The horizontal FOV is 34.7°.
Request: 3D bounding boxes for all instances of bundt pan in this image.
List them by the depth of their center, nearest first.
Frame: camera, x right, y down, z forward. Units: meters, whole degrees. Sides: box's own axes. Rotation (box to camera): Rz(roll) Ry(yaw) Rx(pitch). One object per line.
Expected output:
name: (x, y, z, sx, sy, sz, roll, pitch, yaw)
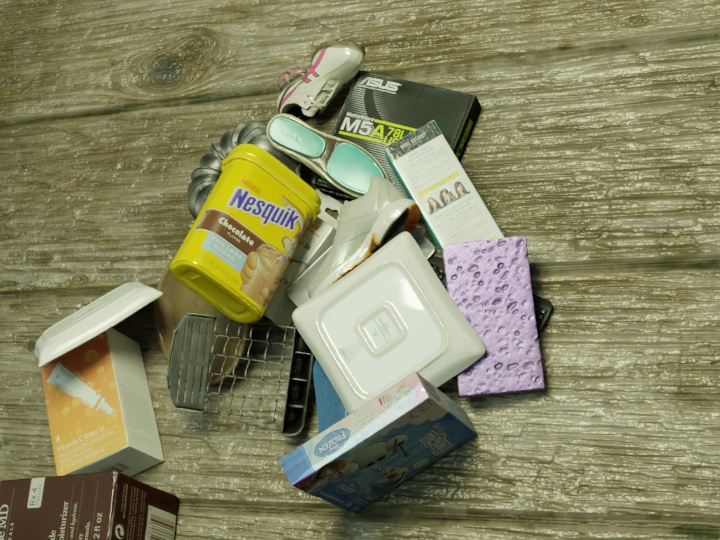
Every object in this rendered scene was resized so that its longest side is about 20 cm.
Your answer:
bundt pan: (-0.183, -0.141, 1.723, 0.201, 0.076, 0.203, -30, 39, 28)

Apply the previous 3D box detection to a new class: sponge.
sponge: (0.172, 0.060, 1.497, 0.111, 0.030, 0.202, -7, 79, 10)

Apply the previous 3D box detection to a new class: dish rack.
dish rack: (-0.166, 0.137, 1.584, 0.198, 0.055, 0.155, 8, 95, -2)

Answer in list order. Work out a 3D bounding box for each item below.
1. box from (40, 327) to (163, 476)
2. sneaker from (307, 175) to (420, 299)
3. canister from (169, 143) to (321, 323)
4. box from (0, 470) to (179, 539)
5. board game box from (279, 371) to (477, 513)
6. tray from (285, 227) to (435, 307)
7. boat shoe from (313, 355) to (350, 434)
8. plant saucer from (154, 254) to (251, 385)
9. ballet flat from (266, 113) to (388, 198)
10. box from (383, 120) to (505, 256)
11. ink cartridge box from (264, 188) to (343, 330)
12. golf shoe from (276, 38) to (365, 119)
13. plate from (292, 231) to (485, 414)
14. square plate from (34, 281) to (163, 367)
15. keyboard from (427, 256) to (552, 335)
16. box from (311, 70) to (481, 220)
box: (-0.382, 0.203, 1.694, 0.124, 0.097, 0.201, -26, 59, 12)
sneaker: (-0.009, -0.043, 1.586, 0.200, 0.076, 0.092, -46, 63, 13)
canister: (-0.154, -0.048, 1.561, 0.086, 0.148, 0.201, -21, 37, 53)
box: (-0.378, 0.378, 1.576, 0.198, 0.164, 0.167, -8, 65, 22)
board game box: (0.028, 0.219, 1.434, 0.198, 0.200, 0.044, -35, 60, 8)
tray: (0.000, 0.000, 1.626, 0.200, 0.022, 0.107, -43, 93, 2)
boat shoe: (-0.024, 0.161, 1.566, 0.084, 0.069, 0.202, -5, 70, 34)
plant saucer: (-0.226, 0.066, 1.677, 0.199, 0.029, 0.202, 3, 95, 39)
ballet flat: (-0.044, -0.160, 1.648, 0.199, 0.069, 0.070, 34, 84, 9)
box: (0.115, -0.099, 1.582, 0.082, 0.049, 0.201, -28, 75, -3)
ink cartridge box: (-0.099, -0.030, 1.680, 0.116, 0.067, 0.200, 35, 85, 33)
golf shoe: (-0.057, -0.277, 1.738, 0.200, 0.072, 0.093, -27, 57, 51)
plate: (0.030, 0.079, 1.500, 0.199, 0.032, 0.200, -35, 72, 8)
square plate: (-0.391, 0.070, 1.689, 0.197, 0.200, 0.029, -31, 101, -14)
keyboard: (0.150, 0.049, 1.547, 0.199, 0.040, 0.105, 21, 78, 32)
box: (0.052, -0.184, 1.685, 0.199, 0.048, 0.194, 17, 79, 26)
